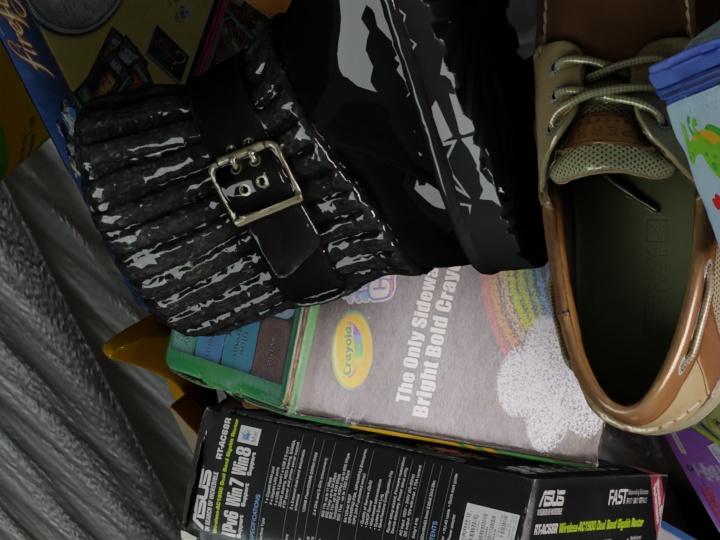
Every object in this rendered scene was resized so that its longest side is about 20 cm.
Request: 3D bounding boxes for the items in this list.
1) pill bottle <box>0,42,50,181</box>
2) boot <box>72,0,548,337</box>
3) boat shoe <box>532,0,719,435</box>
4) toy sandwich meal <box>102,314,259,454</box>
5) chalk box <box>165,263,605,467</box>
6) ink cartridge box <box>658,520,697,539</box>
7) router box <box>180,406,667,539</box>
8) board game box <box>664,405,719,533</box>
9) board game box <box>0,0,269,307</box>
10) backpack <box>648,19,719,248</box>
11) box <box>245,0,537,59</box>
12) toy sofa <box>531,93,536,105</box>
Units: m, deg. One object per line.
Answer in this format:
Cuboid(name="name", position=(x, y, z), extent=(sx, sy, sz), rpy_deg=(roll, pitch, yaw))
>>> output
Cuboid(name="pill bottle", position=(-0.213, -0.090, 1.105), extent=(0.111, 0.200, 0.111), rpy_deg=(29, 145, 22))
Cuboid(name="boot", position=(-0.031, -0.078, 0.768), extent=(0.158, 0.079, 0.211), rpy_deg=(-8, 109, 26))
Cuboid(name="boat shoe", position=(0.094, -0.043, 0.741), extent=(0.076, 0.074, 0.200), rpy_deg=(-7, 89, 18))
Cuboid(name="toy sandwich meal", position=(-0.065, 0.093, 1.224), extent=(0.205, 0.070, 0.205), rpy_deg=(46, 171, 9))
Cuboid(name="chalk box", position=(0.000, 0.000, 0.920), extent=(0.200, 0.125, 0.124), rpy_deg=(13, 180, -28))
Cuboid(name="ink cartridge box", position=(0.152, 0.216, 1.146), extent=(0.145, 0.084, 0.200), rpy_deg=(28, 152, 24))
Cuboid(name="router box", position=(0.035, 0.104, 0.964), extent=(0.150, 0.062, 0.200), rpy_deg=(10, 179, 23))
Cuboid(name="board game box", position=(0.190, 0.080, 0.986), extent=(0.120, 0.032, 0.200), rpy_deg=(8, 144, 39))
Cuboid(name="board game box", position=(-0.090, -0.099, 1.022), extent=(0.035, 0.135, 0.200), rpy_deg=(9, 133, 42))
Cuboid(name="backpack", position=(0.193, -0.076, 0.679), extent=(0.183, 0.200, 0.147), rpy_deg=(-20, 92, 57))
Cuboid(name="box", position=(-0.011, -0.173, 0.843), extent=(0.200, 0.097, 0.124), rpy_deg=(37, 126, 18))
Cuboid(name="toy sofa", position=(0.153, -0.013, 0.808), extent=(0.200, 0.083, 0.098), rpy_deg=(30, 115, 14))
